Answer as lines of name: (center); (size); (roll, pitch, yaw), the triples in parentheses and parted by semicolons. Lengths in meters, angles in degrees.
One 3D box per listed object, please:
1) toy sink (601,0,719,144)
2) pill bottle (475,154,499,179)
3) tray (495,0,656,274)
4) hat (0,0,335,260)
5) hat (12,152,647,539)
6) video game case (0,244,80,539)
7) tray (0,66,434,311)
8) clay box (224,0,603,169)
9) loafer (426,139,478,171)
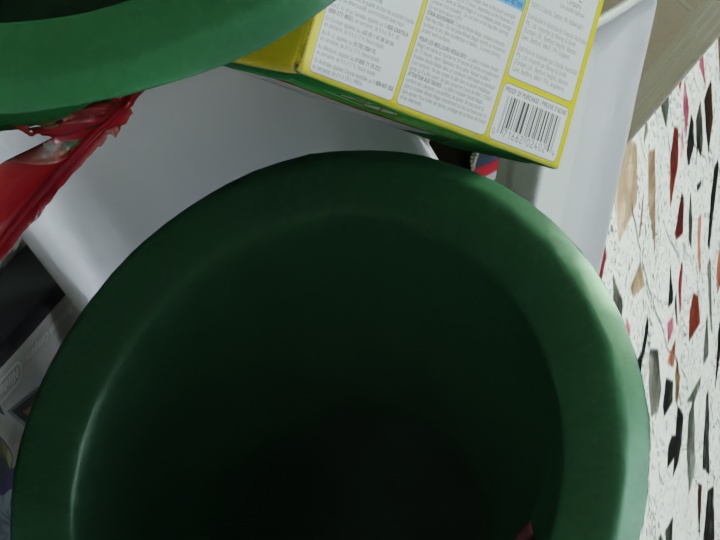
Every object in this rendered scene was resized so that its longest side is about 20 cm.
toy sink: (0.063, -0.084, 1.032); (0.200, 0.112, 0.130); (-51, 178, 25)
pill bottle: (0.031, -0.122, 0.833); (0.200, 0.119, 0.120); (112, -8, -58)
tray: (0.057, 0.007, 0.821); (0.107, 0.022, 0.201); (-36, 139, -64)
hat: (-0.072, -0.054, 0.586); (0.176, 0.199, 0.166); (84, -16, -57)
hat: (0.007, 0.083, 0.697); (0.200, 0.166, 0.176); (-45, 155, 3)
video game case: (-0.079, 0.074, 0.756); (0.200, 0.025, 0.182); (-58, 147, -61)
tray: (-0.031, -0.017, 0.685); (0.200, 0.107, 0.022); (56, 11, -38)
clay box: (0.029, -0.136, 0.618); (0.115, 0.047, 0.201); (16, 89, -52)
loafer: (0.000, 0.000, 0.774); (0.075, 0.070, 0.201); (-35, 148, -31)
